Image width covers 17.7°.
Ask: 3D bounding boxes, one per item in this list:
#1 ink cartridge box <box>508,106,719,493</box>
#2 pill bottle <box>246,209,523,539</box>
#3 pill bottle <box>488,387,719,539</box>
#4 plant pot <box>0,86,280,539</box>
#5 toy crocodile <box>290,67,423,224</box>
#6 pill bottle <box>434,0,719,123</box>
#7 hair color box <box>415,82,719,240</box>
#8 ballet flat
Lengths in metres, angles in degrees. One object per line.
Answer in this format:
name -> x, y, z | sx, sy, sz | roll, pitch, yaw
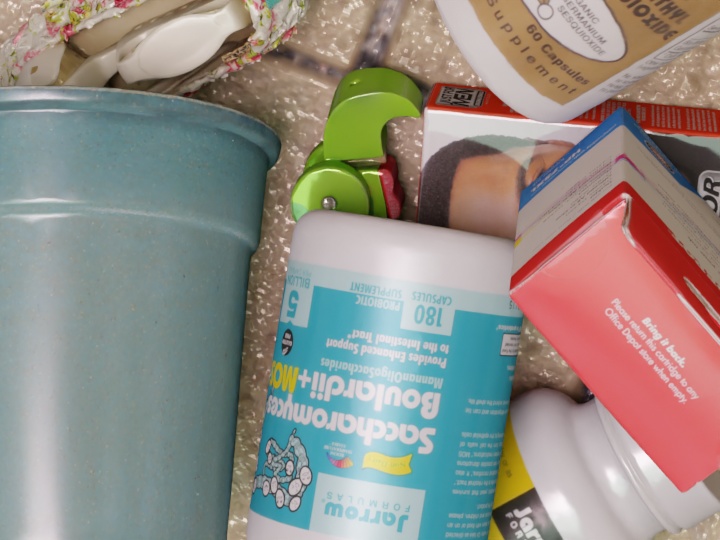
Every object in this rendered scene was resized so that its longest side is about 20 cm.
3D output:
ink cartridge box -> 0.125, 0.014, 0.987 | 0.067, 0.200, 0.116 | -40, 99, 16
pill bottle -> 0.010, 0.078, 1.044 | 0.110, 0.111, 0.201 | 8, 91, 4
pill bottle -> 0.074, 0.126, 1.136 | 0.200, 0.111, 0.112 | -31, 100, 14
plant pot -> -0.137, 0.037, 1.052 | 0.199, 0.200, 0.197 | -2, 79, 7
toy crocodile -> 0.000, 0.000, 1.131 | 0.061, 0.068, 0.201 | 1, 106, 6
pill bottle -> 0.136, -0.158, 1.017 | 0.200, 0.114, 0.115 | -30, 101, 33
hair color box -> 0.127, -0.028, 1.111 | 0.199, 0.061, 0.102 | 5, 108, 6
ballet flat -> -0.113, -0.102, 1.095 | 0.199, 0.064, 0.076 | -27, 109, 27
